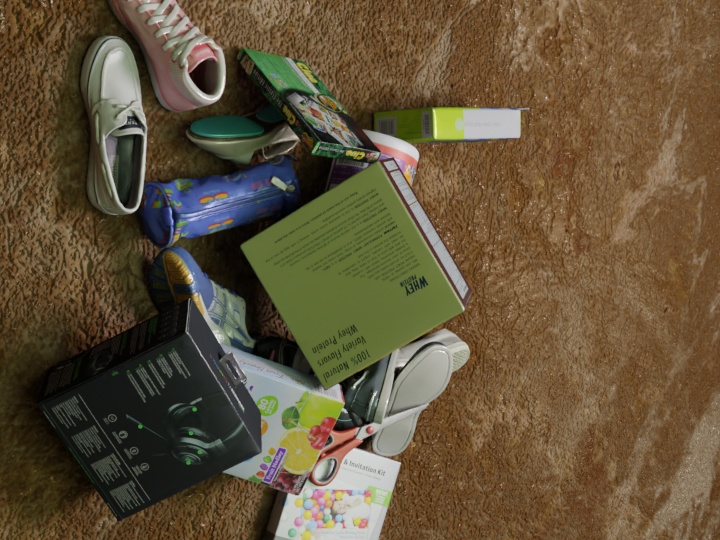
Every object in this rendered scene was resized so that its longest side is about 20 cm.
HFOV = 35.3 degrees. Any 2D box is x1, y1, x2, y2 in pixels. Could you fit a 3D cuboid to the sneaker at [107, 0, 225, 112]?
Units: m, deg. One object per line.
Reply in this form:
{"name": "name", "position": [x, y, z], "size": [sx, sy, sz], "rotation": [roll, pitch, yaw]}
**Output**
{"name": "sneaker", "position": [-0.213, -0.274, 1.281], "size": [0.075, 0.104, 0.201], "rotation": [-37, 118, -30]}

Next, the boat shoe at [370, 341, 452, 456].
{"name": "boat shoe", "position": [0.066, 0.168, 1.569], "size": [0.074, 0.060, 0.201], "rotation": [10, 123, -19]}

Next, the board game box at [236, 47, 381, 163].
{"name": "board game box", "position": [-0.064, -0.201, 1.376], "size": [0.104, 0.200, 0.024], "rotation": [2, 129, -41]}

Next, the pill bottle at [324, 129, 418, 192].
{"name": "pill bottle", "position": [0.001, -0.076, 1.498], "size": [0.111, 0.111, 0.201], "rotation": [20, 83, -42]}

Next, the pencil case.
{"name": "pencil case", "position": [-0.162, -0.084, 1.352], "size": [0.199, 0.087, 0.078], "rotation": [-16, 99, -32]}

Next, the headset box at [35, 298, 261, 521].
{"name": "headset box", "position": [-0.224, 0.152, 1.262], "size": [0.199, 0.093, 0.175], "rotation": [-27, 113, 6]}

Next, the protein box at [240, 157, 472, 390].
{"name": "protein box", "position": [0.000, 0.000, 1.373], "size": [0.201, 0.198, 0.135], "rotation": [59, 12, -1]}

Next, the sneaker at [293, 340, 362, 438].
{"name": "sneaker", "position": [-0.056, 0.165, 1.523], "size": [0.079, 0.075, 0.200], "rotation": [-27, 125, -4]}

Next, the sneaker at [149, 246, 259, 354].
{"name": "sneaker", "position": [-0.188, 0.042, 1.380], "size": [0.088, 0.075, 0.201], "rotation": [-48, 134, -36]}

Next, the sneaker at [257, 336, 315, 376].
{"name": "sneaker", "position": [-0.120, 0.168, 1.447], "size": [0.080, 0.086, 0.201], "rotation": [-46, 160, -73]}

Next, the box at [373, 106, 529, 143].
{"name": "box", "position": [0.130, -0.204, 1.588], "size": [0.199, 0.122, 0.048], "rotation": [-6, 97, -41]}

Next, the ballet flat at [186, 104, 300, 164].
{"name": "ballet flat", "position": [-0.131, -0.164, 1.403], "size": [0.200, 0.069, 0.070], "rotation": [-22, 110, -39]}

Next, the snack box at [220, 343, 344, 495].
{"name": "snack box", "position": [-0.138, 0.176, 1.362], "size": [0.199, 0.053, 0.143], "rotation": [21, 107, -15]}

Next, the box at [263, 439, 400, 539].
{"name": "box", "position": [-0.044, 0.336, 1.539], "size": [0.155, 0.041, 0.201], "rotation": [22, 80, -25]}

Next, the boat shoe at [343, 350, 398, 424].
{"name": "boat shoe", "position": [0.016, 0.125, 1.509], "size": [0.200, 0.061, 0.073], "rotation": [-76, 178, -56]}

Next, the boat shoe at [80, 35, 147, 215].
{"name": "boat shoe", "position": [-0.271, -0.162, 1.269], "size": [0.072, 0.066, 0.201], "rotation": [1, 96, -42]}

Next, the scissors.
{"name": "scissors", "position": [-0.001, 0.213, 1.514], "size": [0.200, 0.014, 0.073], "rotation": [-35, 105, -12]}

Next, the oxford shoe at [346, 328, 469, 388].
{"name": "oxford shoe", "position": [0.063, 0.135, 1.627], "size": [0.199, 0.058, 0.075], "rotation": [-18, 141, -26]}
